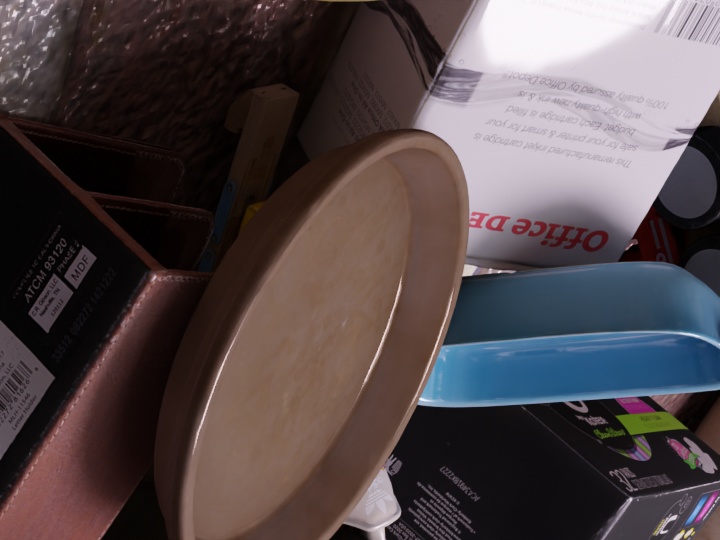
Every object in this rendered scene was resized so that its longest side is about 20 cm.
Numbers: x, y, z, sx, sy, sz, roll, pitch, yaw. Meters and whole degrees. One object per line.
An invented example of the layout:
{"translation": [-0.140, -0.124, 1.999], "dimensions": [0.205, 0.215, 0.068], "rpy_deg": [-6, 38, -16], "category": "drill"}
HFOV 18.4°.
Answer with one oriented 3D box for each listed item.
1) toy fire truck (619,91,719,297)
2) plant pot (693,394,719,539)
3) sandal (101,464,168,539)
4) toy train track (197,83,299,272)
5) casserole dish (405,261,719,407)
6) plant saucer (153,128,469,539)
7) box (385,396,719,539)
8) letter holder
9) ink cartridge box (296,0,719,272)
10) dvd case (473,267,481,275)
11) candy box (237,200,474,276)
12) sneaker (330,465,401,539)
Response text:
{"translation": [0.134, -0.046, 1.114], "dimensions": [0.200, 0.177, 0.129], "rpy_deg": [-15, -178, 43], "category": "toy fire truck"}
{"translation": [0.310, 0.150, 1.592], "dimensions": [0.200, 0.200, 0.184], "rpy_deg": [11, 106, -60], "category": "plant pot"}
{"translation": [-0.126, 0.124, 0.953], "dimensions": [0.057, 0.080, 0.201], "rpy_deg": [32, 130, -33], "category": "sandal"}
{"translation": [-0.073, 0.006, 0.969], "dimensions": [0.115, 0.033, 0.200], "rpy_deg": [-18, 134, -52], "category": "toy train track"}
{"translation": [0.084, 0.029, 1.003], "dimensions": [0.121, 0.199, 0.039], "rpy_deg": [31, 56, -60], "category": "casserole dish"}
{"translation": [-0.020, 0.035, 0.871], "dimensions": [0.200, 0.029, 0.200], "rpy_deg": [-46, 150, -37], "category": "plant saucer"}
{"translation": [0.096, 0.120, 1.231], "dimensions": [0.124, 0.148, 0.200], "rpy_deg": [-55, 159, 15], "category": "box"}
{"translation": [-0.126, 0.054, 0.879], "dimensions": [0.200, 0.101, 0.142], "rpy_deg": [-55, 155, 15], "category": "letter holder"}
{"translation": [0.081, -0.104, 0.948], "dimensions": [0.145, 0.083, 0.200], "rpy_deg": [8, 124, -34], "category": "ink cartridge box"}
{"translation": [-0.017, 0.029, 1.101], "dimensions": [0.149, 0.016, 0.200], "rpy_deg": [-56, 153, 14], "category": "dvd case"}
{"translation": [0.000, 0.000, 1.024], "dimensions": [0.200, 0.026, 0.102], "rpy_deg": [-20, 133, -54], "category": "candy box"}
{"translation": [-0.039, 0.133, 1.091], "dimensions": [0.075, 0.090, 0.200], "rpy_deg": [-27, 161, -27], "category": "sneaker"}
